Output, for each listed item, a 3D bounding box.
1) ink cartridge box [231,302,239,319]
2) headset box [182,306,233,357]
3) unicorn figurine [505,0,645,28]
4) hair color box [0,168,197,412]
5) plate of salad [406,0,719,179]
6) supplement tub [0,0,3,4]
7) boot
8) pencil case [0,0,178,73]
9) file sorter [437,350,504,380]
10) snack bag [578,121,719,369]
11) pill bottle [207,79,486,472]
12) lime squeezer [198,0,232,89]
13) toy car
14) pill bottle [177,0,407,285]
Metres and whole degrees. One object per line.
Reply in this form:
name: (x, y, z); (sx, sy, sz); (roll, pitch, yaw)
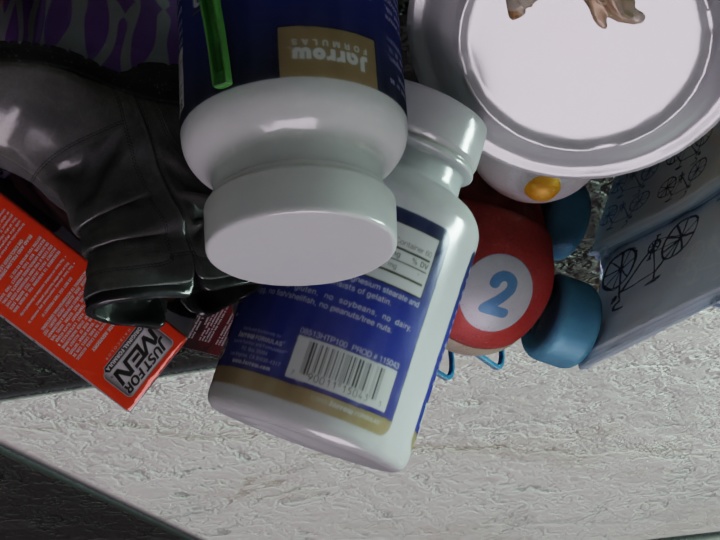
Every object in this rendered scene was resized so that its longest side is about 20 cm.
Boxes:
ink cartridge box: (-0.056, -0.015, 0.946); (0.057, 0.202, 0.162); (-22, 153, 32)
headset box: (-0.136, -0.013, 0.998); (0.199, 0.149, 0.078); (17, 109, -43)
unicorn figurine: (0.045, -0.189, 0.672); (0.198, 0.074, 0.138); (17, 159, 18)
hair color box: (-0.185, -0.017, 0.823); (0.199, 0.102, 0.061); (39, 104, -10)
plate of salad: (0.125, -0.140, 0.815); (0.197, 0.048, 0.202); (4, 129, 4)
supplement tub: (-0.224, -0.151, 0.700); (0.106, 0.108, 0.200); (9, 156, -30)
boot: (-0.142, -0.039, 0.723); (0.198, 0.133, 0.070); (-2, 161, -29)
pencil case: (-0.115, -0.117, 0.833); (0.198, 0.086, 0.084); (13, -175, -33)
file sorter: (0.007, 0.030, 1.183); (0.198, 0.124, 0.139); (-14, 157, 22)
snack bag: (0.212, -0.039, 0.958); (0.021, 0.202, 0.188); (30, 149, -16)
pill bottle: (0.000, 0.000, 0.813); (0.118, 0.202, 0.120); (19, 169, 4)
lime squeezer: (-0.091, -0.185, 0.653); (0.037, 0.071, 0.201); (-21, 113, 14)
toy car: (0.101, -0.062, 0.931); (0.183, 0.178, 0.200); (17, 140, -20)
pill bottle: (-0.035, -0.102, 0.728); (0.114, 0.202, 0.116); (-4, 159, -2)
